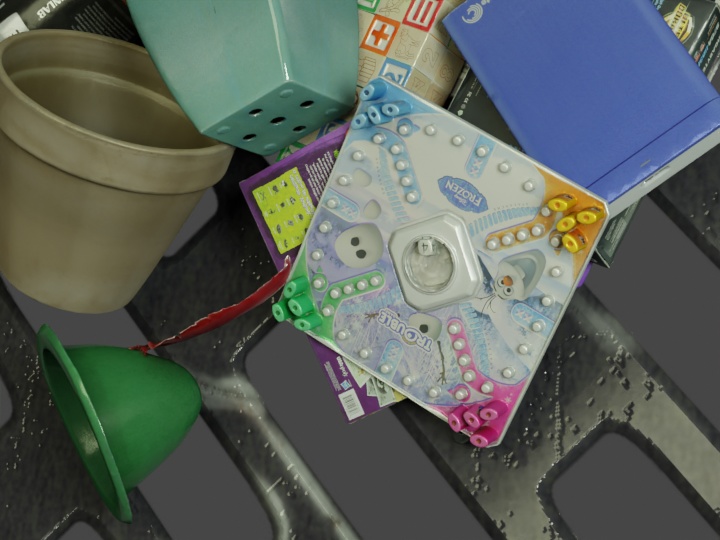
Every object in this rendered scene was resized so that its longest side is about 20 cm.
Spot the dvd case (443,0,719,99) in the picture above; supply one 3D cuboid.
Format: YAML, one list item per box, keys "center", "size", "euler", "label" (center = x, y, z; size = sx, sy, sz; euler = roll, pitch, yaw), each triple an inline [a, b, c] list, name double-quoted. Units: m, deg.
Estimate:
- center: [0.174, -0.170, 1.199]
  size: [0.199, 0.016, 0.150]
  euler: [24, 86, 30]
  label: "dvd case"

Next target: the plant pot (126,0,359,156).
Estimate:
- center: [-0.086, -0.201, 1.203]
  size: [0.140, 0.141, 0.202]
  euler: [-26, 69, 27]
  label: "plant pot"

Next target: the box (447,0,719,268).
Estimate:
- center: [0.154, -0.124, 1.157]
  size: [0.158, 0.046, 0.201]
  euler: [24, 84, 30]
  label: "box"

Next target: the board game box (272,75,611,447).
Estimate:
- center: [0.049, -0.004, 1.115]
  size: [0.199, 0.026, 0.201]
  euler: [31, 112, 18]
  label: "board game box"

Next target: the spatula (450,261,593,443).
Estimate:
- center: [0.117, 0.037, 1.158]
  size: [0.056, 0.021, 0.201]
  euler: [27, 85, 28]
  label: "spatula"

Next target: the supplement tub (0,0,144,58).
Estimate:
- center: [-0.240, -0.222, 1.347]
  size: [0.199, 0.122, 0.123]
  euler: [-37, 63, 10]
  label: "supplement tub"

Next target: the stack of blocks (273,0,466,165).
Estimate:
- center: [0.007, -0.150, 1.238]
  size: [0.115, 0.058, 0.202]
  euler: [24, 88, 37]
  label: "stack of blocks"

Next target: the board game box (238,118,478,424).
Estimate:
- center: [0.000, 0.000, 1.170]
  size: [0.119, 0.032, 0.202]
  euler: [-25, 88, 33]
  label: "board game box"

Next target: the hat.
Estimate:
- center: [-0.138, 0.087, 1.231]
  size: [0.175, 0.200, 0.167]
  euler: [-25, 106, -18]
  label: "hat"

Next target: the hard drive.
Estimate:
- center: [0.158, -0.141, 1.118]
  size: [0.131, 0.025, 0.201]
  euler: [-35, 62, 11]
  label: "hard drive"

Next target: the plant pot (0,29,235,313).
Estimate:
- center: [-0.214, -0.070, 1.254]
  size: [0.200, 0.199, 0.175]
  euler: [38, 119, 29]
  label: "plant pot"
